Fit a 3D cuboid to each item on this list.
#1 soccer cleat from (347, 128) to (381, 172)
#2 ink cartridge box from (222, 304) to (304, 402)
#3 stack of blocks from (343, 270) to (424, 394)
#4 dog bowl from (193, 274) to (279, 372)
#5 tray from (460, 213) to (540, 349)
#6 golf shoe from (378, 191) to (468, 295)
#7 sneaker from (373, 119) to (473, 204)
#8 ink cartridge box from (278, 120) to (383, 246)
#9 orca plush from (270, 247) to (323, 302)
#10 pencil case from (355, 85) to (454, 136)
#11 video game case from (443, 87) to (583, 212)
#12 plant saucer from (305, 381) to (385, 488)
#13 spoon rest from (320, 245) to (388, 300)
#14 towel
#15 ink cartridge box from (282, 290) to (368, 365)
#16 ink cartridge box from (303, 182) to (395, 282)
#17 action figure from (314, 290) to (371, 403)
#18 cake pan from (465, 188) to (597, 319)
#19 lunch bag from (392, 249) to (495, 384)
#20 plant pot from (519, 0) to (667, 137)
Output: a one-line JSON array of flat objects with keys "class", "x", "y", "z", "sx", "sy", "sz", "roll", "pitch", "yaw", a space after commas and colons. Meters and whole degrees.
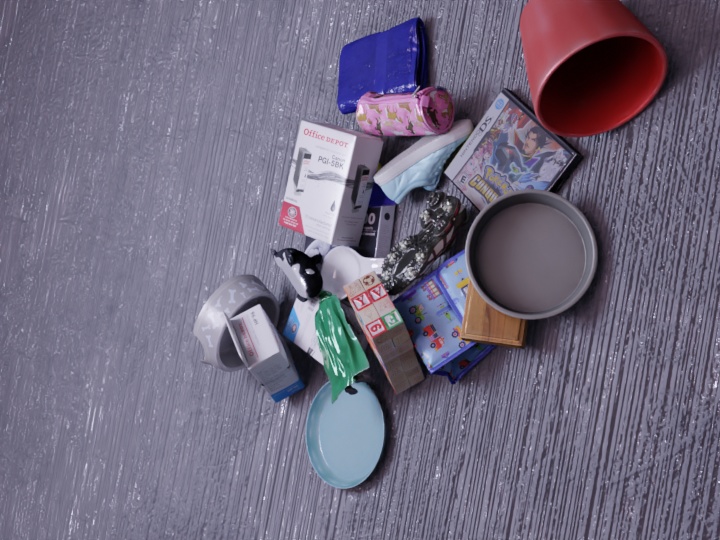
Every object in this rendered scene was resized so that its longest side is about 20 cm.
[{"class": "soccer cleat", "x": -0.030, "y": -0.231, "z": 1.837, "sx": 0.199, "sy": 0.065, "sz": 0.084, "roll": 25, "pitch": 90, "yaw": 43}, {"class": "ink cartridge box", "x": -0.180, "y": 0.148, "z": 1.797, "sx": 0.067, "sy": 0.200, "sz": 0.116, "roll": -27, "pitch": 57, "yaw": -1}, {"class": "stack of blocks", "x": 0.041, "y": 0.107, "z": 1.604, "sx": 0.058, "sy": 0.201, "sz": 0.116, "roll": -27, "pitch": 54, "yaw": -4}, {"class": "dog bowl", "x": -0.238, "y": 0.109, "z": 1.882, "sx": 0.058, "sy": 0.200, "sz": 0.201, "roll": 29, "pitch": 102, "yaw": 28}, {"class": "tray", "x": 0.221, "y": 0.015, "z": 1.507, "sx": 0.098, "sy": 0.037, "sz": 0.202, "roll": 7, "pitch": 80, "yaw": 18}, {"class": "golf shoe", "x": 0.113, "y": -0.034, "z": 1.617, "sx": 0.201, "sy": 0.088, "sz": 0.077, "roll": -53, "pitch": 52, "yaw": 7}, {"class": "sneaker", "x": 0.124, "y": -0.189, "z": 1.689, "sx": 0.199, "sy": 0.082, "sz": 0.074, "roll": -31, "pitch": 18, "yaw": 20}, {"class": "ink cartridge box", "x": -0.056, "y": -0.160, "z": 1.750, "sx": 0.146, "sy": 0.083, "sz": 0.202, "roll": 21, "pitch": 103, "yaw": 38}, {"class": "orca plush", "x": -0.101, "y": -0.003, "z": 1.780, "sx": 0.106, "sy": 0.071, "sz": 0.200, "roll": 70, "pitch": 165, "yaw": -10}, {"class": "pencil case", "x": 0.075, "y": -0.278, "z": 1.685, "sx": 0.199, "sy": 0.082, "sz": 0.087, "roll": 8, "pitch": 115, "yaw": 54}, {"class": "video game case", "x": 0.246, "y": -0.174, "z": 1.584, "sx": 0.181, "sy": 0.025, "sz": 0.200, "roll": -55, "pitch": 50, "yaw": 21}, {"class": "plant saucer", "x": -0.023, "y": 0.293, "z": 1.745, "sx": 0.199, "sy": 0.027, "sz": 0.202, "roll": -10, "pitch": 75, "yaw": 43}, {"class": "spoon rest", "x": 0.000, "y": 0.000, "z": 1.707, "sx": 0.199, "sy": 0.060, "sz": 0.100, "roll": -7, "pitch": 77, "yaw": 39}, {"class": "towel", "x": 0.043, "y": -0.380, "z": 1.811, "sx": 0.199, "sy": 0.049, "sz": 0.149, "roll": -8, "pitch": 73, "yaw": 41}, {"class": "ink cartridge box", "x": -0.045, "y": 0.112, "z": 1.775, "sx": 0.200, "sy": 0.068, "sz": 0.117, "roll": 32, "pitch": 104, "yaw": 44}, {"class": "ink cartridge box", "x": -0.023, "y": -0.073, "z": 1.811, "sx": 0.197, "sy": 0.043, "sz": 0.202, "roll": 3, "pitch": 82, "yaw": 44}, {"class": "action figure", "x": -0.037, "y": 0.117, "z": 1.680, "sx": 0.118, "sy": 0.054, "sz": 0.201, "roll": -44, "pitch": 51, "yaw": 34}, {"class": "cake pan", "x": 0.259, "y": -0.023, "z": 1.466, "sx": 0.198, "sy": 0.037, "sz": 0.202, "roll": -2, "pitch": 78, "yaw": 7}, {"class": "lunch bag", "x": 0.174, "y": 0.061, "z": 1.577, "sx": 0.200, "sy": 0.094, "sz": 0.151, "roll": -40, "pitch": 57, "yaw": 14}, {"class": "plant pot", "x": 0.330, "y": -0.331, "z": 1.434, "sx": 0.200, "sy": 0.199, "sz": 0.178, "roll": -40, "pitch": 47, "yaw": 31}]
